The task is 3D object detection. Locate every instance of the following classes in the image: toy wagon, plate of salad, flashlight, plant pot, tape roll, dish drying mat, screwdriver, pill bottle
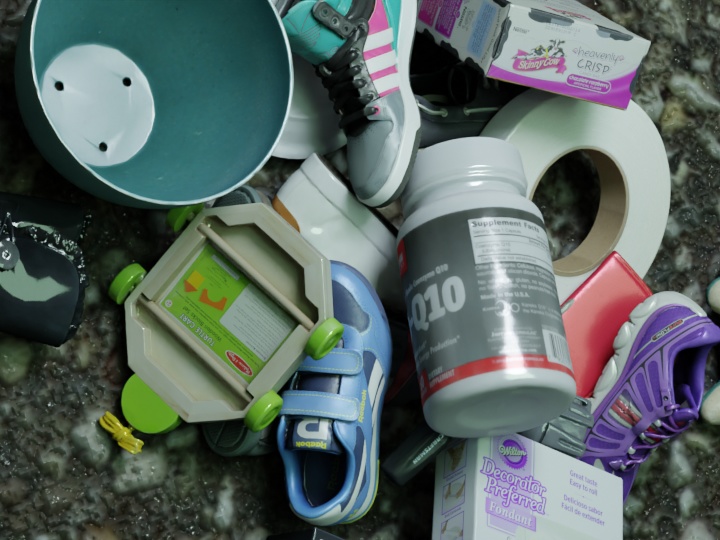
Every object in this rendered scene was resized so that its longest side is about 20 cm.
[{"bbox_3d":[-0.112,0.047,1.658,0.155,0.040,0.200,42,97,15],"label":"toy wagon"},{"bbox_3d":[-0.059,-0.186,1.773,0.199,0.048,0.202,3,85,-35],"label":"plate of salad"},{"bbox_3d":[0.082,0.100,1.774,0.199,0.068,0.068,26,26,-15],"label":"flashlight"},{"bbox_3d":[-0.165,-0.133,1.644,0.199,0.135,0.202,6,78,-27],"label":"plant pot"},{"bbox_3d":[0.164,-0.051,1.848,0.202,0.037,0.204,-11,109,-33],"label":"tape roll"},{"bbox_3d":[0.162,0.080,1.840,0.200,0.018,0.077,-45,104,-13],"label":"dish drying mat"},{"bbox_3d":[0.095,0.092,1.734,0.200,0.028,0.029,-38,78,-10],"label":"screwdriver"},{"bbox_3d":[0.088,0.012,1.695,0.113,0.114,0.201,6,62,-31],"label":"pill bottle"}]

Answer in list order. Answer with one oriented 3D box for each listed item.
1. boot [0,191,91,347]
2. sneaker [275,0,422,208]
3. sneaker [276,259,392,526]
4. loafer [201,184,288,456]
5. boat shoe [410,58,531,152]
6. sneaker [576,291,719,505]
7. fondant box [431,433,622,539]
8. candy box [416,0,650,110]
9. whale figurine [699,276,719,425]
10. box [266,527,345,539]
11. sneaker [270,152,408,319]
[{"bbox_3d":[-0.273,0.026,1.579,0.167,0.076,0.201,18,65,-24],"label":"boot"},{"bbox_3d":[-0.017,-0.153,1.710,0.120,0.083,0.201,17,61,-35],"label":"sneaker"},{"bbox_3d":[-0.022,0.094,1.686,0.082,0.073,0.202,-16,105,-69],"label":"sneaker"},{"bbox_3d":[-0.083,0.039,1.712,0.063,0.072,0.202,9,81,-50],"label":"loafer"},{"bbox_3d":[0.090,-0.138,1.830,0.199,0.073,0.063,-18,127,-36],"label":"boat shoe"},{"bbox_3d":[0.225,0.117,1.826,0.080,0.083,0.201,1,117,-47],"label":"sneaker"},{"bbox_3d":[0.125,0.229,1.715,0.144,0.058,0.201,24,51,-27],"label":"fondant box"},{"bbox_3d":[0.117,-0.194,1.800,0.136,0.200,0.061,11,106,-29],"label":"candy box"},{"bbox_3d":[0.349,0.045,1.968,0.158,0.104,0.201,23,93,-27],"label":"whale figurine"},{"bbox_3d":[0.012,0.292,1.702,0.199,0.079,0.142,25,65,-25],"label":"box"},{"bbox_3d":[0.000,0.000,1.776,0.085,0.073,0.200,-44,116,5],"label":"sneaker"}]
